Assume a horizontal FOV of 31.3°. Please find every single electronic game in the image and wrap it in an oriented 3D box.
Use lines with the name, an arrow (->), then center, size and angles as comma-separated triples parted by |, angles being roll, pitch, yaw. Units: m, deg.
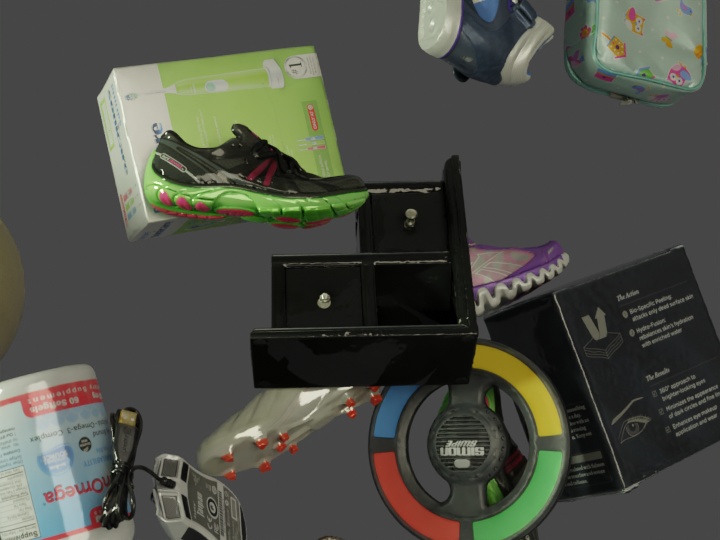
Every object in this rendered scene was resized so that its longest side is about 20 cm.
electronic game -> 0.100, 0.163, 1.207 | 0.199, 0.042, 0.201 | -4, 79, 22

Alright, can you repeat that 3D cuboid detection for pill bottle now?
pill bottle -> -0.252, 0.187, 1.077 | 0.108, 0.109, 0.201 | -14, 84, -24

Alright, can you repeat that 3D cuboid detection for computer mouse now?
computer mouse -> -0.162, 0.200, 1.103 | 0.200, 0.044, 0.110 | 50, 24, -48

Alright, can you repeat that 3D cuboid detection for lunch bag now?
lunch bag -> 0.311, -0.281, 1.432 | 0.160, 0.077, 0.201 | 11, 74, -21

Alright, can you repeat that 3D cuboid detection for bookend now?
bookend -> 0.000, 0.000, 1.188 | 0.198, 0.092, 0.201 | 0, 56, -2

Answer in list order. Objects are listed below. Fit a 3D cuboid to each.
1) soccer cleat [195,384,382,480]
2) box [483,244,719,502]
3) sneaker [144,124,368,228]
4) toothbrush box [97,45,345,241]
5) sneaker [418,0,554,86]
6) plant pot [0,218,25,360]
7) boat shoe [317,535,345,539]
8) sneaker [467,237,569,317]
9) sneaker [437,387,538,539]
soccer cleat -> -0.070, 0.126, 1.196 | 0.199, 0.069, 0.078 | -27, 60, -19
box -> 0.258, 0.102, 1.286 | 0.196, 0.117, 0.201 | -17, 85, -35
sneaker -> -0.086, -0.085, 1.121 | 0.199, 0.077, 0.084 | 6, 78, -18
toothbrush box -> -0.130, -0.120, 1.209 | 0.199, 0.086, 0.146 | -12, 83, -25
sneaker -> 0.142, -0.292, 1.370 | 0.146, 0.080, 0.201 | 18, 68, -26
plant pot -> -0.370, 0.004, 1.056 | 0.199, 0.134, 0.201 | 5, 75, -21
boat shoe -> 0.036, 0.287, 1.150 | 0.199, 0.073, 0.072 | 26, 44, 19
sneaker -> 0.118, 0.000, 1.292 | 0.199, 0.080, 0.089 | -22, 79, -24
sneaker -> 0.129, 0.195, 1.263 | 0.084, 0.077, 0.201 | 6, 71, -50
